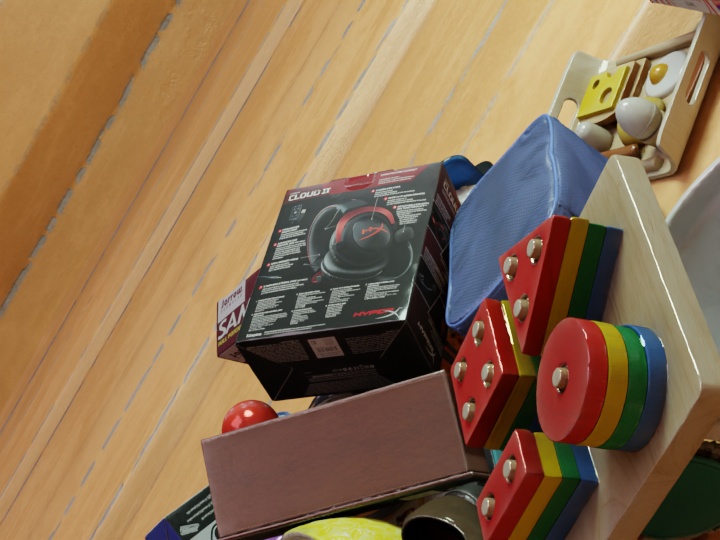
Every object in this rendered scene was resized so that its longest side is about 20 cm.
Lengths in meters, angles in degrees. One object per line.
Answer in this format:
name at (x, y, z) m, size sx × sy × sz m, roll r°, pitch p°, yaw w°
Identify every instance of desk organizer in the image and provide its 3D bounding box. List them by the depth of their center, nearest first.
desk organizer at (-0.011, 0.139, 0.975) m, size 0.199 × 0.072 × 0.077 m, roll -17°, pitch 75°, yaw 15°

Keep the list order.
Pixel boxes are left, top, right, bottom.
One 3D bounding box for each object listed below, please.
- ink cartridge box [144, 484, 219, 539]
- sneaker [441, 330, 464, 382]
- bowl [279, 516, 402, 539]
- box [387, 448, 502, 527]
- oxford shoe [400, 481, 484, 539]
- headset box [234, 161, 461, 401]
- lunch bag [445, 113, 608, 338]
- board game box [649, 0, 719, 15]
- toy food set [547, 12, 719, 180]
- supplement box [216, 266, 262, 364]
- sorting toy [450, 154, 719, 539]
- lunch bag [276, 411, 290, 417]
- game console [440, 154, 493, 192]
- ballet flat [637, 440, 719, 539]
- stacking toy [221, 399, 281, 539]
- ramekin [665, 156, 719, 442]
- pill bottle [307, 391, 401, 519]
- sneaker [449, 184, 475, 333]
ink cartridge box at (-0.093, 0.219, 1.203) m, size 0.044 × 0.094 × 0.200 m, roll -45°, pitch -8°, yaw 39°
sneaker at (0.089, 0.054, 1.102) m, size 0.077 × 0.112 × 0.201 m, roll -32°, pitch 35°, yaw 50°
bowl at (0.034, 0.256, 0.949) m, size 0.107 × 0.201 × 0.200 m, roll -22°, pitch 3°, yaw -28°
box at (0.061, 0.215, 1.050) m, size 0.200 × 0.049 × 0.082 m, roll -52°, pitch 22°, yaw 23°
oxford shoe at (0.100, 0.214, 0.839) m, size 0.200 × 0.084 × 0.073 m, roll 31°, pitch 117°, yaw 39°
headset box at (0.000, 0.000, 1.078) m, size 0.148 × 0.075 × 0.201 m, roll -9°, pitch 42°, yaw 23°
lunch bag at (0.155, -0.003, 0.998) m, size 0.136 × 0.132 × 0.201 m, roll -49°, pitch 19°, yaw 33°
board game box at (0.320, -0.289, 1.045) m, size 0.200 × 0.046 × 0.152 m, roll -46°, pitch 22°, yaw 1°
toy food set at (0.220, -0.146, 1.130) m, size 0.200 × 0.060 × 0.144 m, roll -10°, pitch 55°, yaw 63°
supplement box at (-0.021, 0.055, 1.222) m, size 0.109 × 0.199 × 0.061 m, roll -38°, pitch 45°, yaw 46°
sorting toy at (0.121, 0.062, 0.802) m, size 0.201 × 0.069 × 0.199 m, roll -98°, pitch 22°, yaw -48°
lunch bag at (-0.105, 0.250, 1.341) m, size 0.161 × 0.082 × 0.201 m, roll -32°, pitch 35°, yaw 50°
game console at (0.036, -0.048, 1.279) m, size 0.200 × 0.118 × 0.171 m, roll -36°, pitch 26°, yaw 12°
ballet flat at (0.175, 0.146, 0.861) m, size 0.200 × 0.076 × 0.064 m, roll -33°, pitch 3°, yaw 42°
stacking toy at (-0.076, 0.193, 1.141) m, size 0.085 × 0.085 × 0.201 m, roll -48°, pitch 41°, yaw 29°
ramekin at (0.259, 0.019, 0.771) m, size 0.200 × 0.105 × 0.201 m, roll -48°, pitch 25°, yaw 31°
pill bottle at (-0.003, 0.151, 1.117) m, size 0.107 × 0.106 × 0.200 m, roll -60°, pitch 0°, yaw 2°
sneaker at (0.068, 0.010, 1.169) m, size 0.200 × 0.081 × 0.076 m, roll -47°, pitch 32°, yaw -11°
